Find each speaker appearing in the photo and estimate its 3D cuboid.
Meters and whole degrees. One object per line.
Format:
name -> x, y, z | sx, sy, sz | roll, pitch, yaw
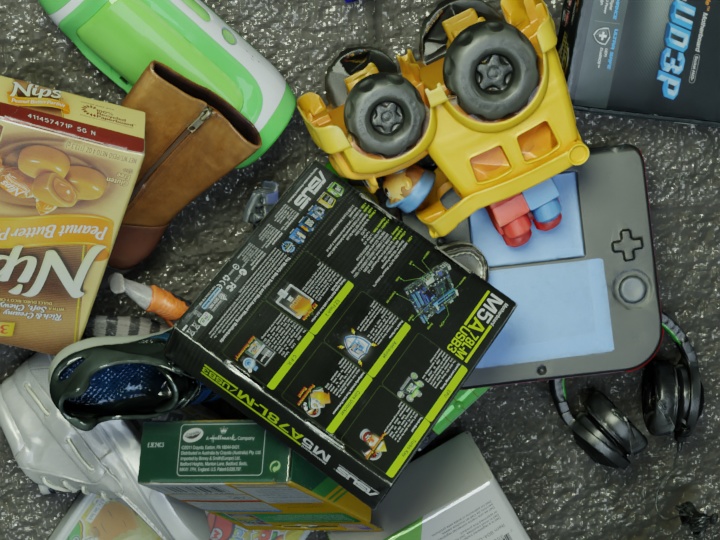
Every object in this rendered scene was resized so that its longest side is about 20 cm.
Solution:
speaker -> -0.143, -0.165, 1.547 | 0.200, 0.089, 0.089 | 41, 98, -22

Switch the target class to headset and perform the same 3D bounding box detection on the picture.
headset -> 0.235, 0.124, 1.726 | 0.123, 0.094, 0.201 | -26, 101, -1

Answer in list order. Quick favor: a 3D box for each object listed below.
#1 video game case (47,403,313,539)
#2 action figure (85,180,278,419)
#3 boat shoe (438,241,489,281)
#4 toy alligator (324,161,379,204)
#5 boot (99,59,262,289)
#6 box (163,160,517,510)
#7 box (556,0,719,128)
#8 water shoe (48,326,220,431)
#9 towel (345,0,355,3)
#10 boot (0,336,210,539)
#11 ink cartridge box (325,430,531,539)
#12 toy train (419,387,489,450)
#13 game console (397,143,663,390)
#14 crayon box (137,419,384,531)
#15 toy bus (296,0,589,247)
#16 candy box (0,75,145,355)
video game case -> -0.146, 0.215, 1.718 | 0.181, 0.023, 0.201 | 31, 100, -20
action figure -> -0.115, 0.027, 1.615 | 0.192, 0.104, 0.202 | -1, 100, -34
boat shoe -> 0.028, 0.054, 1.601 | 0.072, 0.061, 0.201 | 45, 81, -1
toy alligator -> 0.000, 0.000, 1.659 | 0.054, 0.059, 0.201 | -4, 127, 37
boot -> -0.200, -0.081, 1.526 | 0.188, 0.069, 0.200 | 32, 130, -21
box -> -0.012, 0.042, 1.518 | 0.193, 0.200, 0.048 | 36, 143, 2
box -> 0.242, -0.218, 1.629 | 0.157, 0.046, 0.202 | 6, 108, -14
water shoe -> -0.127, 0.077, 1.526 | 0.198, 0.079, 0.072 | -14, 115, -9
towel -> 0.047, -0.304, 1.555 | 0.199, 0.050, 0.148 | -28, 112, -1
boot -> -0.208, 0.153, 1.644 | 0.095, 0.074, 0.201 | -35, 90, 13
ink cartridge box -> 0.079, 0.259, 1.738 | 0.145, 0.084, 0.201 | -29, 119, 0
toy train -> 0.102, 0.074, 1.701 | 0.200, 0.056, 0.042 | -44, 112, 5
game console -> 0.134, -0.002, 1.651 | 0.198, 0.031, 0.179 | -6, 93, 1
crayon box -> -0.071, 0.159, 1.606 | 0.125, 0.200, 0.052 | -2, 72, 21
toy bus -> 0.073, -0.093, 1.588 | 0.199, 0.136, 0.193 | -24, 111, -1
candy box -> -0.235, -0.035, 1.502 | 0.114, 0.056, 0.201 | 14, 126, -14
